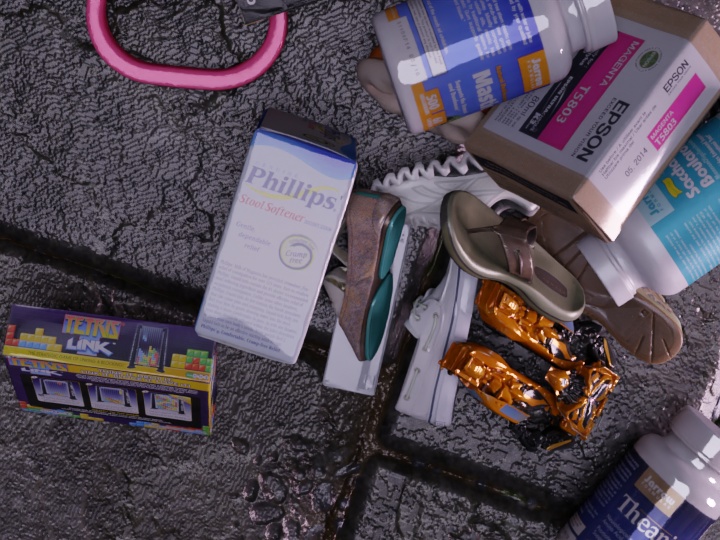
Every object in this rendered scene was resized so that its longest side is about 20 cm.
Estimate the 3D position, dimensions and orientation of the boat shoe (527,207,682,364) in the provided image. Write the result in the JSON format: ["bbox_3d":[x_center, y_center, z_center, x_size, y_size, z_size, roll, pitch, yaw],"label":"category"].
[{"bbox_3d":[0.242,0.011,1.623,0.200,0.063,0.073,46,114,-5],"label":"boat shoe"}]

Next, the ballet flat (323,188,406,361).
[{"bbox_3d":[0.000,0.000,1.584,0.067,0.068,0.202,22,129,15],"label":"ballet flat"}]

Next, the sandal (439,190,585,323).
[{"bbox_3d":[0.150,-0.021,1.528,0.200,0.081,0.057,30,140,-31],"label":"sandal"}]

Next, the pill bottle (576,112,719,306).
[{"bbox_3d":[0.293,-0.053,1.448,0.199,0.111,0.111,-36,99,6],"label":"pill bottle"}]

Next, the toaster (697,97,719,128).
[{"bbox_3d":[0.294,-0.119,1.557,0.112,0.129,0.203,-4,102,0],"label":"toaster"}]

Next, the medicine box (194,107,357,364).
[{"bbox_3d":[-0.077,-0.038,1.544,0.102,0.182,0.202,17,100,-4],"label":"medicine box"}]

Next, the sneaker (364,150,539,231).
[{"bbox_3d":[0.083,-0.068,1.581,0.198,0.075,0.082,-17,82,5],"label":"sneaker"}]

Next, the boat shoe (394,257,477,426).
[{"bbox_3d":[0.076,0.055,1.617,0.066,0.074,0.203,11,96,4],"label":"boat shoe"}]

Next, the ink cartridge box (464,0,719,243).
[{"bbox_3d":[0.214,-0.146,1.445,0.201,0.164,0.075,-52,128,-6],"label":"ink cartridge box"}]

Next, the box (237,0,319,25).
[{"bbox_3d":[-0.065,-0.350,1.507,0.158,0.049,0.202,-16,104,6],"label":"box"}]

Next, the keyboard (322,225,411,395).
[{"bbox_3d":[0.008,0.026,1.646,0.056,0.011,0.203,13,100,3],"label":"keyboard"}]

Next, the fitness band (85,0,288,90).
[{"bbox_3d":[-0.169,-0.250,1.577,0.197,0.037,0.146,5,101,0],"label":"fitness band"}]

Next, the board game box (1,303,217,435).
[{"bbox_3d":[-0.239,0.099,1.580,0.197,0.166,0.057,8,65,-2],"label":"board game box"}]

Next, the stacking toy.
[{"bbox_3d":[0.097,-0.236,1.548,0.145,0.146,0.202,27,85,-5],"label":"stacking toy"}]

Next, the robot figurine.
[{"bbox_3d":[0.176,0.099,1.601,0.199,0.058,0.146,31,85,-29],"label":"robot figurine"}]

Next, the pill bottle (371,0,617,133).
[{"bbox_3d":[0.118,-0.203,1.410,0.198,0.112,0.113,-20,101,3],"label":"pill bottle"}]

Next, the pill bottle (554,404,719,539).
[{"bbox_3d":[0.297,0.238,1.636,0.111,0.111,0.201,38,99,-7],"label":"pill bottle"}]
